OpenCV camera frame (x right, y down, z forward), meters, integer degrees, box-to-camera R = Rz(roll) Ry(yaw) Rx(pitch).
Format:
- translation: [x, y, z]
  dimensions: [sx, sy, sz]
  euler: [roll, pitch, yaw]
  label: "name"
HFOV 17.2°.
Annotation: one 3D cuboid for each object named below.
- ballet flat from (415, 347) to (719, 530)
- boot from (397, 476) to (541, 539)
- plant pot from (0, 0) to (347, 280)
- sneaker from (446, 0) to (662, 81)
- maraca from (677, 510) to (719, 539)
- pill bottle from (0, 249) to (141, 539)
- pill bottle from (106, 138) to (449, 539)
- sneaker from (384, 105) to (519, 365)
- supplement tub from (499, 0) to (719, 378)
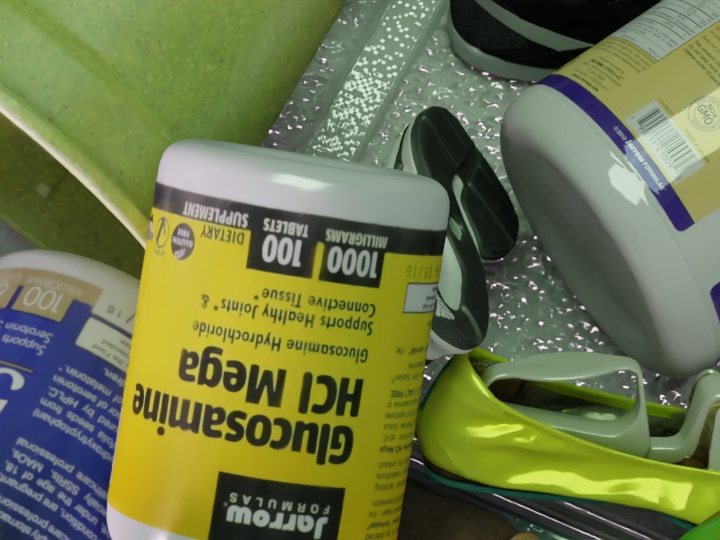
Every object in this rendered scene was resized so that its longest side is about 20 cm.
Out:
- translation: [0.123, 0.071, 1.000]
  dimensions: [0.199, 0.067, 0.067]
  euler: [11, 24, -5]
  label: "ballet flat"
- translation: [-0.010, 0.169, 0.970]
  dimensions: [0.166, 0.073, 0.200]
  euler: [31, 63, 30]
  label: "boot"
- translation: [-0.095, -0.112, 1.004]
  dimensions: [0.200, 0.201, 0.184]
  euler: [33, 76, 17]
  label: "plant pot"
- translation: [0.141, -0.129, 1.117]
  dimensions: [0.199, 0.112, 0.073]
  euler: [7, 59, 2]
  label: "sneaker"
- translation: [0.208, 0.149, 0.942]
  dimensions: [0.199, 0.138, 0.107]
  euler: [12, 38, -2]
  label: "maraca"
- translation: [-0.143, 0.103, 0.960]
  dimensions: [0.119, 0.120, 0.201]
  euler: [20, 59, 10]
  label: "pill bottle"
- translation: [-0.035, 0.057, 0.902]
  dimensions: [0.112, 0.112, 0.201]
  euler: [9, 94, 3]
  label: "pill bottle"
- translation: [0.000, 0.000, 1.044]
  dimensions: [0.115, 0.076, 0.201]
  euler: [-31, 15, 21]
  label: "sneaker"
- translation: [0.177, -0.062, 1.041]
  dimensions: [0.200, 0.146, 0.146]
  euler: [-33, 65, -9]
  label: "supplement tub"
